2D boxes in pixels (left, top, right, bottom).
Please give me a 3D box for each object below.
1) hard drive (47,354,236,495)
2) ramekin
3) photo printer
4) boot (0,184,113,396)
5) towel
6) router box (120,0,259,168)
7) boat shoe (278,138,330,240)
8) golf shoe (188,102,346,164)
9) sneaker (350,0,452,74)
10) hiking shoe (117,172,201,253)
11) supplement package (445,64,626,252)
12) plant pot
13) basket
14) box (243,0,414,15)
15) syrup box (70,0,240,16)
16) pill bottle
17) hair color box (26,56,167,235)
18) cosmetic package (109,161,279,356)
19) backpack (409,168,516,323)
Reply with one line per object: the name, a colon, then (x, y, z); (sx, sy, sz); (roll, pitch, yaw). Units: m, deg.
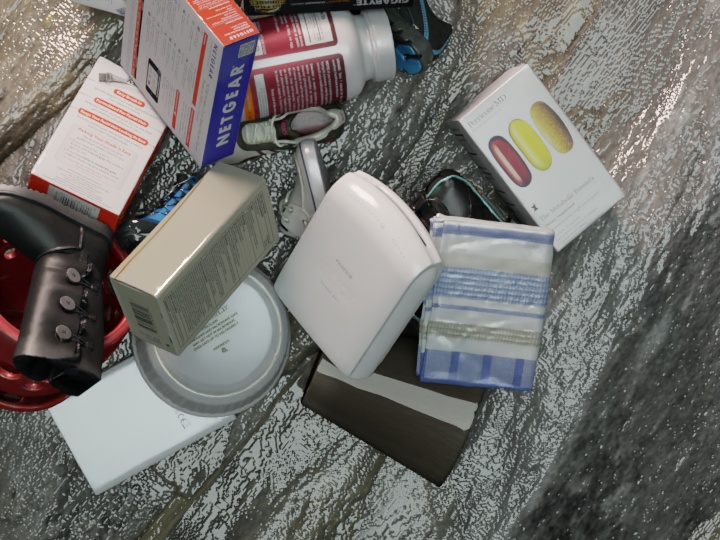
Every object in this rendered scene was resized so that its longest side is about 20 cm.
hard drive: (-0.273, 0.174, 1.629); (0.199, 0.026, 0.133); (-28, 98, -2)
ramekin: (-0.176, 0.076, 1.573); (0.200, 0.094, 0.205); (1, 85, -12)
photo printer: (0.000, 0.000, 1.494); (0.167, 0.069, 0.201); (49, 127, 22)
boot: (-0.345, 0.019, 1.381); (0.164, 0.066, 0.202); (19, 52, -25)
towel: (0.142, 0.039, 1.507); (0.145, 0.024, 0.202); (5, 106, -1)
router box: (-0.196, -0.246, 1.457); (0.049, 0.201, 0.180); (-27, 66, -30)
boat shoe: (-0.067, -0.064, 1.581); (0.069, 0.071, 0.201); (-8, 126, 3)
golf shoe: (-0.115, -0.175, 1.578); (0.198, 0.088, 0.078); (-13, 99, -2)
sneaker: (0.028, -0.333, 1.594); (0.082, 0.073, 0.200); (-41, 93, -30)
hiking shoe: (-0.219, -0.070, 1.545); (0.074, 0.199, 0.088); (-13, 91, 34)
supplement package: (0.211, -0.138, 1.599); (0.114, 0.110, 0.200); (-39, 98, -1)
plant pot: (-0.375, 0.055, 1.503); (0.199, 0.201, 0.183); (32, 134, -8)
basket: (0.038, 0.147, 1.605); (0.198, 0.136, 0.182); (22, 103, -3)
box: (-0.041, -0.387, 1.521); (0.196, 0.050, 0.202); (-4, 56, -1)
syrup box: (-0.237, -0.344, 1.537); (0.198, 0.079, 0.082); (15, 50, -6)
pill bottle: (-0.064, -0.246, 1.521); (0.198, 0.113, 0.114); (-12, 97, -6)
hair color box: (-0.298, -0.143, 1.520); (0.110, 0.064, 0.201); (26, 53, -7)
cosmetic package: (-0.181, -0.015, 1.463); (0.073, 0.104, 0.200); (20, 53, 26)
backpack: (0.125, -0.003, 1.583); (0.200, 0.153, 0.176); (41, 97, 1)
